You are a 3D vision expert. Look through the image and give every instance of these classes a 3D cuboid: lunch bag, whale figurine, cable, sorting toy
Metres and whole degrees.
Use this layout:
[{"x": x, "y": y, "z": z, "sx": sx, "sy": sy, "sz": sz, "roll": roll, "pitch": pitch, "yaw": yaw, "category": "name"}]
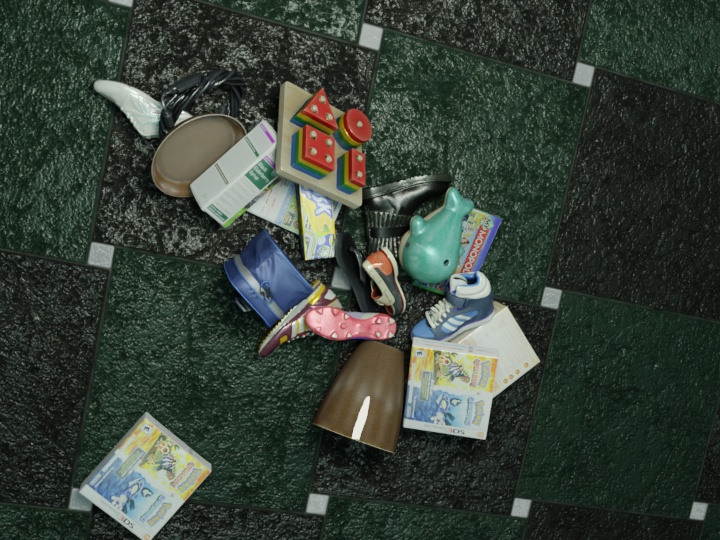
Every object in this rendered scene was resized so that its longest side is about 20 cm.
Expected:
[{"x": -0.187, "y": 0.022, "z": 1.384, "sx": 0.132, "sy": 0.200, "sz": 0.136, "roll": -40, "pitch": 109, "yaw": -2, "category": "lunch bag"}, {"x": 0.166, "y": -0.064, "z": 1.441, "sx": 0.158, "sy": 0.104, "sz": 0.201, "roll": 32, "pitch": 94, "yaw": -35, "category": "whale figurine"}, {"x": -0.291, "y": -0.301, "z": 1.349, "sx": 0.199, "sy": 0.051, "sz": 0.164, "roll": -36, "pitch": 148, "yaw": -30, "category": "cable"}, {"x": -0.060, "y": -0.250, "z": 1.364, "sx": 0.199, "sy": 0.069, "sz": 0.201, "roll": 21, "pitch": 59, "yaw": -37, "category": "sorting toy"}]

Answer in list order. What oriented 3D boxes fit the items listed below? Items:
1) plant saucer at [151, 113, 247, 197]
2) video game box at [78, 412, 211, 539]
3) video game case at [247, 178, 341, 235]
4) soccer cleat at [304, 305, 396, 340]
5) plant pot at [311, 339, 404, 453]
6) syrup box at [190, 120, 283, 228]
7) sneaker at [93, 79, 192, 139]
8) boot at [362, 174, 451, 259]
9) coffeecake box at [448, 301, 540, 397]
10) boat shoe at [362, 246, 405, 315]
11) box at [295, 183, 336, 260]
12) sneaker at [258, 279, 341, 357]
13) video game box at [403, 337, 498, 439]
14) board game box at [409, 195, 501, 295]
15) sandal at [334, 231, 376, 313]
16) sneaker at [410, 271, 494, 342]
[{"x": -0.309, "y": -0.224, "z": 1.352, "sx": 0.199, "sy": 0.201, "sz": 0.032, "roll": -33, "pitch": 64, "yaw": -7, "category": "plant saucer"}, {"x": -0.439, "y": 0.427, "z": 1.459, "sx": 0.182, "sy": 0.047, "sz": 0.200, "roll": 43, "pitch": 87, "yaw": -17, "category": "video game box"}, {"x": -0.136, "y": -0.157, "z": 1.466, "sx": 0.198, "sy": 0.018, "sz": 0.145, "roll": 24, "pitch": 91, "yaw": -14, "category": "video game case"}, {"x": -0.023, "y": 0.111, "z": 1.463, "sx": 0.197, "sy": 0.076, "sz": 0.068, "roll": 6, "pitch": 87, "yaw": -17, "category": "soccer cleat"}, {"x": 0.016, "y": 0.253, "z": 1.486, "sx": 0.185, "sy": 0.187, "sz": 0.202, "roll": 22, "pitch": 78, "yaw": -14, "category": "plant pot"}, {"x": -0.225, "y": -0.187, "z": 1.380, "sx": 0.199, "sy": 0.082, "sz": 0.079, "roll": -39, "pitch": 143, "yaw": 6, "category": "syrup box"}, {"x": -0.418, "y": -0.300, "z": 1.357, "sx": 0.198, "sy": 0.070, "sz": 0.081, "roll": 24, "pitch": 94, "yaw": -15, "category": "sneaker"}, {"x": 0.102, "y": -0.113, "z": 1.495, "sx": 0.208, "sy": 0.079, "sz": 0.160, "roll": -13, "pitch": 98, "yaw": -6, "category": "boot"}, {"x": 0.271, "y": 0.193, "z": 1.575, "sx": 0.199, "sy": 0.073, "sz": 0.154, "roll": -36, "pitch": 103, "yaw": -6, "category": "coffeecake box"}, {"x": 0.047, "y": 0.034, "z": 1.466, "sx": 0.062, "sy": 0.071, "sz": 0.201, "roll": -34, "pitch": 144, "yaw": -15, "category": "boat shoe"}, {"x": -0.092, "y": -0.127, "z": 1.438, "sx": 0.069, "sy": 0.064, "sz": 0.203, "roll": -6, "pitch": 98, "yaw": -12, "category": "box"}, {"x": -0.125, "y": 0.119, "z": 1.475, "sx": 0.090, "sy": 0.075, "sz": 0.200, "roll": 43, "pitch": 88, "yaw": -10, "category": "sneaker"}, {"x": 0.189, "y": 0.251, "z": 1.500, "sx": 0.180, "sy": 0.047, "sz": 0.203, "roll": 6, "pitch": 112, "yaw": 4, "category": "video game box"}, {"x": 0.204, "y": -0.044, "z": 1.530, "sx": 0.133, "sy": 0.029, "sz": 0.202, "roll": 17, "pitch": 106, "yaw": -13, "category": "board game box"}, {"x": 0.000, "y": 0.000, "z": 1.473, "sx": 0.042, "sy": 0.076, "sz": 0.201, "roll": -9, "pitch": 126, "yaw": 24, "category": "sandal"}, {"x": 0.183, "y": 0.069, "z": 1.501, "sx": 0.198, "sy": 0.081, "sz": 0.147, "roll": -21, "pitch": 129, "yaw": 3, "category": "sneaker"}]
